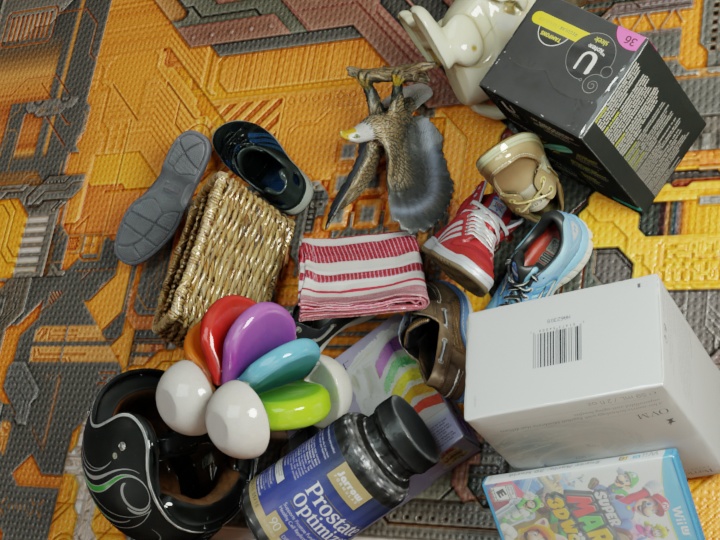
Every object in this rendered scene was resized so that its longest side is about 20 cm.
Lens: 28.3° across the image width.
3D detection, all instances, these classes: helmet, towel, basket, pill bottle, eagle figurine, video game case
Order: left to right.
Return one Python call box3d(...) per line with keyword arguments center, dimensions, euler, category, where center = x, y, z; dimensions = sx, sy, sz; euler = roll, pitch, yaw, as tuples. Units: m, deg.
box3d(center=(-0.231, 0.216, 1.660), dimensions=(0.190, 0.199, 0.201), euler=(-1, 66, 52), category="helmet")
box3d(center=(-0.197, -0.008, 1.758), dimensions=(0.142, 0.149, 0.201), euler=(4, 70, 41), category="basket")
box3d(center=(-0.020, 0.221, 1.515), dimensions=(0.200, 0.112, 0.112), euler=(-36, 54, 14), category="pill bottle")
box3d(center=(0.000, 0.000, 1.620), dimensions=(0.143, 0.023, 0.200), euler=(-5, 24, 0), category="towel")
box3d(center=(0.028, -0.147, 1.726), dimensions=(0.152, 0.150, 0.202), euler=(-157, 63, -75), category="eagle figurine")
box3d(center=(0.233, 0.254, 1.404), dimensions=(0.199, 0.018, 0.144), euler=(-13, 106, 26), category="video game case")

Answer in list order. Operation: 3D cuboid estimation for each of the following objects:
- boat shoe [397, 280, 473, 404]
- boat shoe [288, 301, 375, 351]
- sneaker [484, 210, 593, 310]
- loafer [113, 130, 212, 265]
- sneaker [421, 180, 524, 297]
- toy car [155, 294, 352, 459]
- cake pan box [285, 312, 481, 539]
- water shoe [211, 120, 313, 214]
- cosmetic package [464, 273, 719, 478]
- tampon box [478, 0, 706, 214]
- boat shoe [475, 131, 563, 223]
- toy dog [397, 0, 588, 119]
box3d(center=(0.083, 0.066, 1.569), dimensions=(0.073, 0.072, 0.200), euler=(-64, 23, 22), category="boat shoe")
box3d(center=(-0.054, 0.058, 1.702), dimensions=(0.199, 0.060, 0.074), euler=(-30, 57, 17), category="boat shoe")
box3d(center=(0.173, 0.017, 1.559), dimensions=(0.078, 0.090, 0.201), euler=(27, 86, 31), category="sneaker")
box3d(center=(-0.255, -0.093, 1.906), dimensions=(0.072, 0.063, 0.201), euler=(33, 94, 8), category="loafer")
box3d(center=(0.134, -0.038, 1.577), dimensions=(0.112, 0.071, 0.200), euler=(-45, 13, 0), category="sneaker")
box3d(center=(-0.114, 0.103, 1.541), dimensions=(0.199, 0.174, 0.151), euler=(16, 113, 45), category="toy car")
box3d(center=(0.012, 0.177, 1.615), dimensions=(0.200, 0.052, 0.185), euler=(-36, 53, 14), category="cake pan box")
box3d(center=(-0.135, -0.148, 1.835), dimensions=(0.072, 0.079, 0.200), euler=(-52, 52, 1), category="water shoe")
box3d(center=(0.232, 0.122, 1.403), dimensions=(0.198, 0.200, 0.124), euler=(-13, 54, 27), category="cosmetic package")
box3d(center=(0.251, -0.178, 1.534), dimensions=(0.150, 0.200, 0.127), euler=(34, 88, 37), category="tampon box")
box3d(center=(0.182, -0.096, 1.545), dimensions=(0.074, 0.200, 0.067), euler=(-33, 72, 16), category="boat shoe")
box3d(center=(0.172, -0.296, 1.670), dimensions=(0.200, 0.140, 0.194), euler=(-36, 91, 0), category="toy dog")
